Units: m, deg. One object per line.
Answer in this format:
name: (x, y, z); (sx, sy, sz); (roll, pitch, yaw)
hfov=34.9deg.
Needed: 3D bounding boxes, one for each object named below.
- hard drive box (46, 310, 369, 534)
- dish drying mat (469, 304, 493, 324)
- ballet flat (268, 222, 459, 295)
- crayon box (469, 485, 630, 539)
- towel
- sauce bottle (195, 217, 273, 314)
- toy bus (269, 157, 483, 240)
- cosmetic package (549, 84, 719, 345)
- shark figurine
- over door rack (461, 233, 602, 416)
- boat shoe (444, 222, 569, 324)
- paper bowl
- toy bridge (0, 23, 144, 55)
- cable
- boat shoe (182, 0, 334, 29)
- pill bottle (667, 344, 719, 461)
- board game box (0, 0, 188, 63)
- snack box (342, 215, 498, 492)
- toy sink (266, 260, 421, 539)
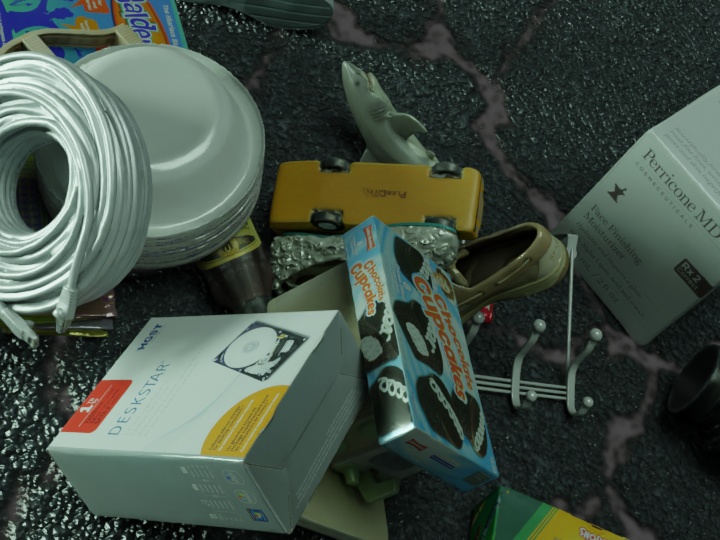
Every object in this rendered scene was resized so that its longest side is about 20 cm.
hard drive box: (-0.112, 0.111, 0.876); (0.077, 0.199, 0.156); (62, 41, -30)
dish drying mat: (0.046, -0.007, 1.158); (0.199, 0.018, 0.077); (20, 56, -16)
ballet flat: (0.000, 0.000, 1.044); (0.072, 0.199, 0.072); (6, 82, -57)
crayon box: (0.188, 0.286, 1.006); (0.199, 0.058, 0.119); (25, 50, -11)
towel: (-0.294, -0.031, 0.994); (0.143, 0.023, 0.201); (0, 58, -27)
sauce bottle: (-0.119, -0.016, 1.048); (0.066, 0.066, 0.201); (-14, 64, -34)
toy bus: (0.016, -0.059, 1.073); (0.199, 0.078, 0.066); (4, 71, 15)
cosmetic package: (0.348, -0.059, 1.235); (0.165, 0.200, 0.165); (-30, 75, -39)
shark figurine: (0.041, -0.104, 1.185); (0.089, 0.128, 0.215); (-38, 68, -4)
over door rack: (0.161, 0.037, 1.139); (0.147, 0.067, 0.201); (10, 66, -23)
boat shoe: (0.091, 0.005, 1.065); (0.064, 0.199, 0.072); (40, 34, -47)
paper bowl: (-0.182, -0.111, 0.993); (0.199, 0.105, 0.202); (4, 61, -7)
toy bridge: (-0.285, -0.186, 1.043); (0.067, 0.027, 0.200); (46, 51, 7)
cable: (-0.253, -0.066, 0.901); (0.200, 0.201, 0.069); (35, 12, 20)
boat shoe: (-0.123, -0.322, 1.249); (0.199, 0.074, 0.067); (11, 57, -20)
pill bottle: (0.423, 0.166, 1.179); (0.199, 0.112, 0.112); (34, 49, -2)
board game box: (-0.268, -0.216, 1.119); (0.199, 0.045, 0.153); (-4, 61, -30)
snack box: (0.046, 0.064, 0.908); (0.116, 0.037, 0.201); (36, 33, -43)
toy sink: (0.010, 0.113, 0.964); (0.130, 0.112, 0.201); (32, 41, -46)
